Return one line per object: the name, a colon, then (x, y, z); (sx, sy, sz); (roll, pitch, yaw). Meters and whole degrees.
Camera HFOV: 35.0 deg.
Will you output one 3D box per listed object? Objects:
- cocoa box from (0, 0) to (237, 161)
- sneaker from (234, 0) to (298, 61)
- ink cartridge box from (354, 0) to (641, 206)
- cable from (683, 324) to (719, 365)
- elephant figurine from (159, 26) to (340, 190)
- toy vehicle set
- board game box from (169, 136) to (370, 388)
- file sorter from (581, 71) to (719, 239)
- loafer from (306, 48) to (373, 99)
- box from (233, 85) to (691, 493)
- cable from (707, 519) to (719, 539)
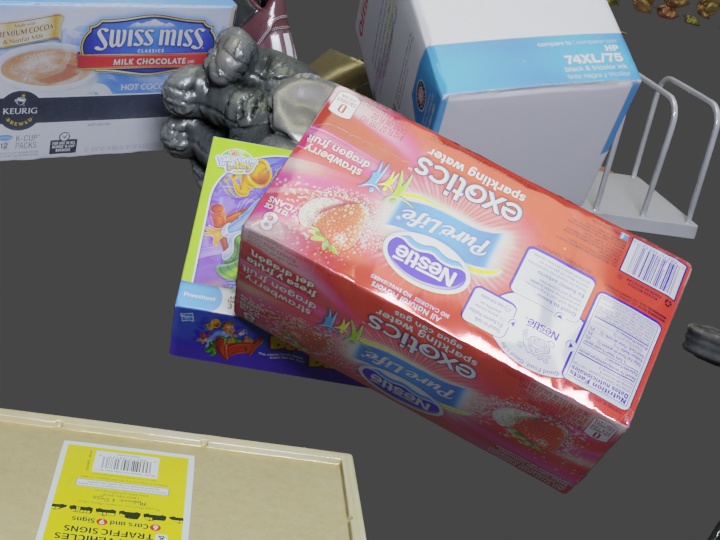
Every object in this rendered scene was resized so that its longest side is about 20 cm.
cocoa box: (-0.218, -0.179, 0.894); (0.199, 0.132, 0.134); (-7, 40, -32)
sneaker: (-0.136, -0.222, 1.064); (0.199, 0.117, 0.075); (4, 16, 34)
ink cartridge box: (0.091, -0.163, 0.853); (0.145, 0.147, 0.201); (-6, 59, -13)
cable: (0.306, 0.066, 0.709); (0.199, 0.051, 0.097); (30, 22, 37)
elephant figurine: (-0.051, -0.070, 0.809); (0.200, 0.155, 0.142); (48, -4, 40)
toy vehicle set: (-0.096, 0.103, 0.449); (0.198, 0.027, 0.124); (9, 22, -8)
board game box: (0.000, 0.000, 0.662); (0.198, 0.045, 0.135); (10, 48, -6)
file sorter: (0.205, -0.121, 1.040); (0.198, 0.126, 0.139); (7, 22, -14)
loafer: (-0.034, -0.187, 1.152); (0.076, 0.068, 0.199); (26, 25, 31)
box: (0.046, 0.010, 0.568); (0.199, 0.096, 0.100); (27, 60, 6)
cable: (0.151, 0.145, 0.442); (0.050, 0.098, 0.200); (30, 5, 16)
